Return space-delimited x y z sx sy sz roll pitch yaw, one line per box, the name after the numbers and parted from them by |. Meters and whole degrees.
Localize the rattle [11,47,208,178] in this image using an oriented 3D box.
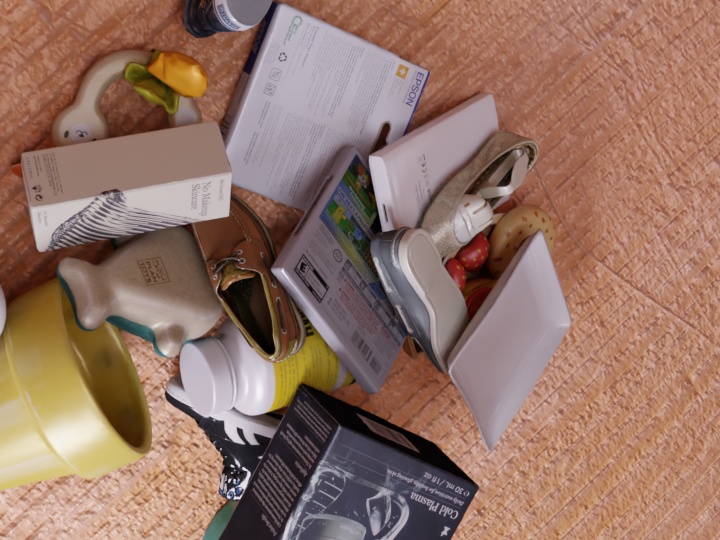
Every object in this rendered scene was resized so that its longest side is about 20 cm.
-0.247 -0.134 1.263 0.198 0.143 0.132 -29 123 -15 | rattle

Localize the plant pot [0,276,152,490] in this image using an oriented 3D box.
-0.338 0.134 1.297 0.187 0.201 0.203 -25 117 3 | plant pot

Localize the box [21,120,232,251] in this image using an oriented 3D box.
-0.230 -0.083 1.258 0.197 0.069 0.083 -12 151 -14 | box

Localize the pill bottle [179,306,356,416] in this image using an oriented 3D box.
-0.094 0.095 1.406 0.198 0.111 0.113 -16 115 -32 | pill bottle

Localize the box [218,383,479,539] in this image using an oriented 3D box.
-0.014 0.261 1.366 0.198 0.124 0.199 26 95 -29 | box

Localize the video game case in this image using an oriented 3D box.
0.000 0.000 1.387 0.201 0.022 0.184 53 50 -32 | video game case

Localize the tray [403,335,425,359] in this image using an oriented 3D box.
0.074 -0.005 1.509 0.098 0.037 0.202 -24 117 -15 | tray

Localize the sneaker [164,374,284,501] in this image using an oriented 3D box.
-0.155 0.204 1.461 0.198 0.073 0.113 27 99 -27 | sneaker

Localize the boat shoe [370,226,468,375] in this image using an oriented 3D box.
0.066 0.033 1.394 0.073 0.061 0.202 -55 136 -35 | boat shoe

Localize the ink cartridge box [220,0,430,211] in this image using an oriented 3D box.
-0.046 -0.165 1.395 0.198 0.043 0.199 19 98 -30 | ink cartridge box

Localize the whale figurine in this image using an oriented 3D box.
-0.234 0.024 1.316 0.199 0.103 0.161 -11 72 -52 | whale figurine

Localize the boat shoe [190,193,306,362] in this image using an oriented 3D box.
-0.120 0.000 1.309 0.072 0.068 0.202 -34 84 14 | boat shoe

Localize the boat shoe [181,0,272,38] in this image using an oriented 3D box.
-0.109 -0.320 1.302 0.071 0.090 0.201 50 58 -30 | boat shoe

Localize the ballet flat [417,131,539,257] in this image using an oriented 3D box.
0.133 -0.085 1.420 0.201 0.062 0.068 -52 132 -26 | ballet flat

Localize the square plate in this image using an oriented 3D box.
0.170 0.082 1.471 0.201 0.028 0.199 -54 145 -19 | square plate

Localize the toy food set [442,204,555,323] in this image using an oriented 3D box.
0.155 0.030 1.501 0.198 0.048 0.201 -25 124 -35 | toy food set

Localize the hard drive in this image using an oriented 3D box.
0.093 -0.104 1.438 0.199 0.026 0.134 -32 120 -38 | hard drive

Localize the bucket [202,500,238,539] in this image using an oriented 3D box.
-0.091 0.363 1.510 0.204 0.135 0.211 -8 111 -20 | bucket

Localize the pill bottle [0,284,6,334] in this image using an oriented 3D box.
-0.399 0.026 1.217 0.109 0.200 0.113 -8 112 -21 | pill bottle
